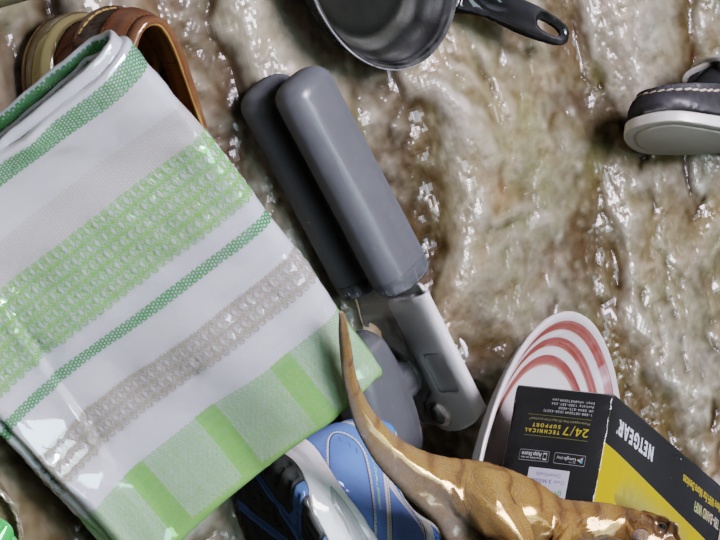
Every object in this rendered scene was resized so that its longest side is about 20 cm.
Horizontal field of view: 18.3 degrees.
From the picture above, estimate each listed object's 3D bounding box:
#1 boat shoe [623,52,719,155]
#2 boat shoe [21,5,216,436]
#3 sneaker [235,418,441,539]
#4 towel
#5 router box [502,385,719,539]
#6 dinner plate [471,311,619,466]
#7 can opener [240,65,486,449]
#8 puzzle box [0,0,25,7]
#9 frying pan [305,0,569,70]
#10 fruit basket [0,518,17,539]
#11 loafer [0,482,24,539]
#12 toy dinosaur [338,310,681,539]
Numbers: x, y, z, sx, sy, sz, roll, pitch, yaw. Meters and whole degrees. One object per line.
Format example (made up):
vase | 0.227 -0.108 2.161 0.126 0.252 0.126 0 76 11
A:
boat shoe | 0.213 -0.096 1.268 0.200 0.074 0.061 1 85 -47
boat shoe | -0.086 -0.017 0.967 0.072 0.067 0.201 -25 103 -43
sneaker | 0.016 0.161 1.043 0.077 0.076 0.201 -31 109 -37
towel | -0.097 0.019 0.926 0.149 0.031 0.200 -38 117 0
router box | 0.120 0.159 1.112 0.200 0.052 0.158 36 62 -59
dinner plate | 0.088 0.119 1.125 0.200 0.024 0.201 -15 107 -61
can opener | 0.000 0.000 1.061 0.066 0.053 0.200 -38 111 -39
puzzle box | -0.160 -0.200 0.870 0.025 0.133 0.201 -18 98 -44
frying pan | 0.031 -0.160 1.124 0.190 0.031 0.115 -14 96 -48
fruit basket | -0.209 0.145 0.754 0.200 0.185 0.094 -53 165 -26
loafer | -0.183 0.159 0.853 0.076 0.067 0.200 49 55 -30
toy dinosaur | 0.047 0.106 0.989 0.200 0.060 0.107 25 78 -20
